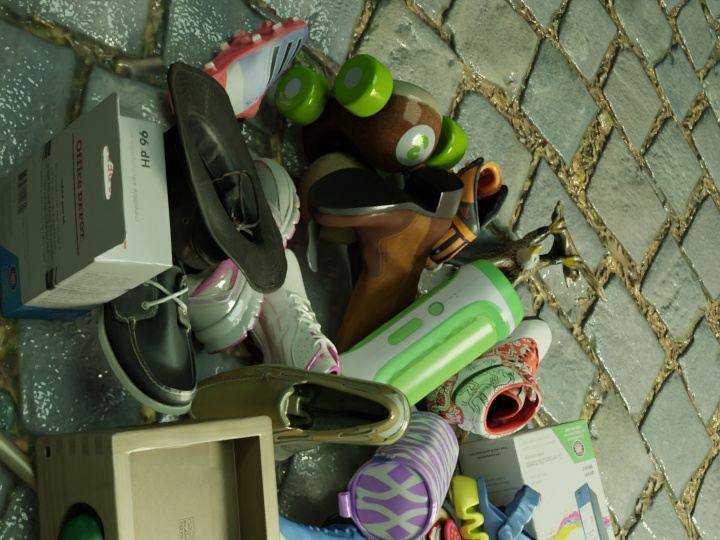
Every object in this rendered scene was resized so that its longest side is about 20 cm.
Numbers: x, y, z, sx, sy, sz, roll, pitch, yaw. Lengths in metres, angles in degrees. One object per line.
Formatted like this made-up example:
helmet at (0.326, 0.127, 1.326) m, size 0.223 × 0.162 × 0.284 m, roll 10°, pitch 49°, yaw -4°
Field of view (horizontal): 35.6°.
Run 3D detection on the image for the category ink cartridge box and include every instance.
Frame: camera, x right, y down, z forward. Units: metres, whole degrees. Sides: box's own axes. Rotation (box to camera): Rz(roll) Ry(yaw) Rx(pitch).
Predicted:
ink cartridge box at (0.199, 0.274, 1.215) m, size 0.144 × 0.087 × 0.203 m, roll -2°, pitch 78°, yaw -46°
ink cartridge box at (-0.203, -0.043, 0.852) m, size 0.067 × 0.199 × 0.117 m, roll 6°, pitch 70°, yaw -40°

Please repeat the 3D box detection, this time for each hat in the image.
hat at (-0.136, -0.064, 0.920) m, size 0.200 × 0.080 × 0.203 m, roll -21°, pitch 90°, yaw -76°

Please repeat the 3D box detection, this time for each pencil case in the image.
pencil case at (0.040, 0.187, 1.028) m, size 0.200 × 0.084 × 0.085 m, roll -19°, pitch 98°, yaw -77°

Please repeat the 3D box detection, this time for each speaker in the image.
speaker at (0.060, 0.074, 1.093) m, size 0.199 × 0.088 × 0.089 m, roll -35°, pitch 101°, yaw -11°

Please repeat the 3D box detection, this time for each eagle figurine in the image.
eagle figurine at (0.163, 0.002, 1.278) m, size 0.199 × 0.152 × 0.152 m, roll -27°, pitch 50°, yaw -17°

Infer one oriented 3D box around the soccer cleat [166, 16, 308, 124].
soccer cleat at (-0.113, -0.188, 1.106) m, size 0.200 × 0.066 × 0.077 m, roll -45°, pitch 125°, yaw -44°

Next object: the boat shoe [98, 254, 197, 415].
boat shoe at (-0.169, 0.026, 0.902) m, size 0.071 × 0.068 × 0.201 m, roll 11°, pitch 41°, yaw -34°

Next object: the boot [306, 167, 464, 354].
boot at (0.000, 0.000, 1.081) m, size 0.068 × 0.202 × 0.187 m, roll 37°, pitch 32°, yaw 29°

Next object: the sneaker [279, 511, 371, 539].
sneaker at (-0.038, 0.241, 0.997) m, size 0.200 × 0.076 × 0.112 m, roll 49°, pitch 51°, yaw -24°

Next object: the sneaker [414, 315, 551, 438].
sneaker at (0.159, 0.112, 1.160) m, size 0.200 × 0.107 × 0.068 m, roll -22°, pitch 115°, yaw -36°

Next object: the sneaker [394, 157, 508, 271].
sneaker at (0.102, -0.092, 1.208) m, size 0.077 × 0.112 × 0.201 m, roll 40°, pitch 28°, yaw -35°

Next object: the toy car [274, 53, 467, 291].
toy car at (-0.002, -0.083, 1.120) m, size 0.164 × 0.157 × 0.202 m, roll 28°, pitch 67°, yaw -46°

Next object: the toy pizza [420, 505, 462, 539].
toy pizza at (0.082, 0.322, 1.069) m, size 0.200 × 0.031 × 0.203 m, roll -8°, pitch 90°, yaw -67°

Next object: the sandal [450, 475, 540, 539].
sandal at (0.154, 0.295, 1.113) m, size 0.079 × 0.086 × 0.202 m, roll -58°, pitch 133°, yaw -87°

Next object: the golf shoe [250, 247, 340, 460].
golf shoe at (-0.055, 0.070, 1.033) m, size 0.075 × 0.091 × 0.203 m, roll 18°, pitch 62°, yaw -52°

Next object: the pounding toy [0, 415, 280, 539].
pounding toy at (-0.181, 0.186, 0.857) m, size 0.199 × 0.141 × 0.187 m, roll 1°, pitch 82°, yaw -48°

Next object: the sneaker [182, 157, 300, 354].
sneaker at (-0.121, -0.030, 1.018) m, size 0.088 × 0.081 × 0.202 m, roll 38°, pitch 51°, yaw -30°

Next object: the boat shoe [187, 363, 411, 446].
boat shoe at (-0.059, 0.112, 0.942) m, size 0.076 × 0.197 × 0.073 m, roll 33°, pitch 55°, yaw -74°
